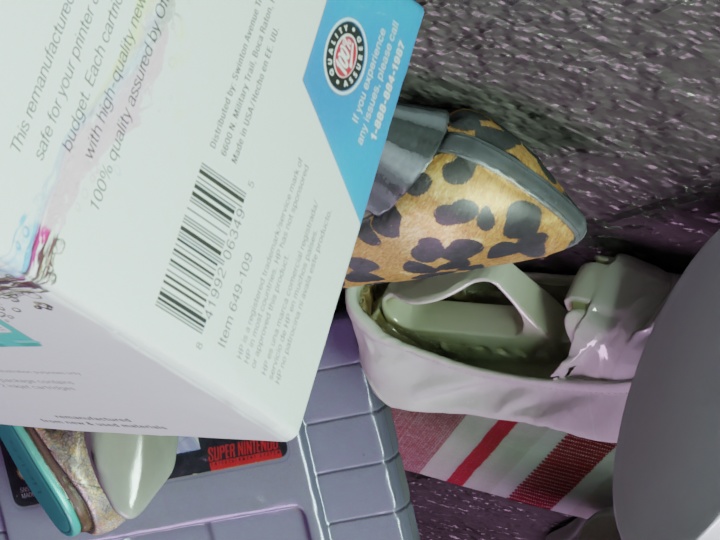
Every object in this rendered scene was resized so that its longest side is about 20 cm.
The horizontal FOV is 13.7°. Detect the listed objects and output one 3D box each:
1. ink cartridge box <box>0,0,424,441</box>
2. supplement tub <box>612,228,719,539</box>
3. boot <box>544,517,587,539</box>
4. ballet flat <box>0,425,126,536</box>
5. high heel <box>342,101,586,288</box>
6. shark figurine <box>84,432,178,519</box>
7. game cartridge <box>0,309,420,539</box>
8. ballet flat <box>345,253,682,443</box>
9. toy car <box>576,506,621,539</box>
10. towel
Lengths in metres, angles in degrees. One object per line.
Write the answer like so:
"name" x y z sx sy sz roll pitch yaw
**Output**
"ink cartridge box" -0.111 -0.057 0.863 0.146 0.147 0.200 1 156 41
"supplement tub" 0.199 0.070 0.978 0.200 0.145 0.145 21 161 -16
"boot" 0.110 0.198 1.430 0.072 0.144 0.200 13 163 2
"ballet flat" -0.141 0.010 1.182 0.200 0.067 0.068 58 163 -12
"high heel" 0.000 0.000 1.047 0.143 0.071 0.200 21 153 6
"shark figurine" -0.126 -0.025 1.104 0.214 0.128 0.090 39 145 -2
"game cartridge" -0.080 0.092 1.231 0.200 0.130 0.038 -12 -171 16
"ballet flat" 0.074 0.023 1.089 0.200 0.069 0.069 2 157 38
"toy car" 0.112 0.179 1.223 0.175 0.150 0.200 -23 177 -30
"towel" 0.101 0.077 1.280 0.200 0.023 0.144 16 160 -6
